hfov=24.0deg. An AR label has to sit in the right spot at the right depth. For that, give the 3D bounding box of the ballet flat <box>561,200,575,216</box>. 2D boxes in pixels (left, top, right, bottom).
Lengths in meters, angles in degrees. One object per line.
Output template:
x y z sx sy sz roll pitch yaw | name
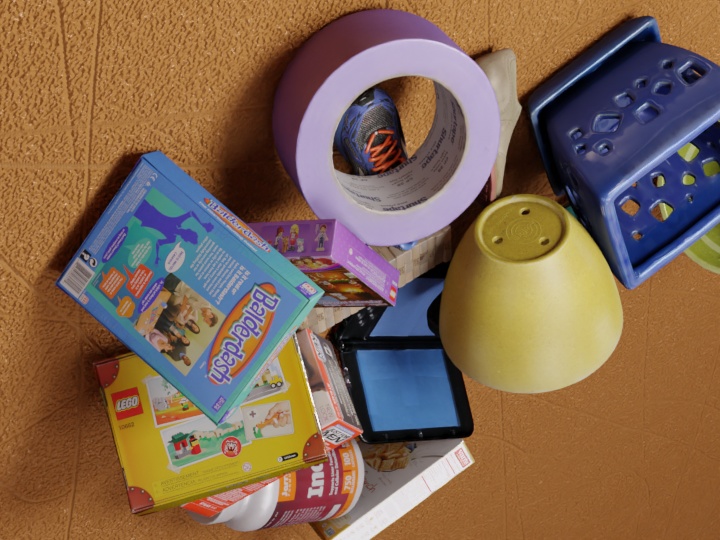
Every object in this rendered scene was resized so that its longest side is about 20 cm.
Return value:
0.229 -0.016 2.001 0.201 0.068 0.063 -54 173 23 | ballet flat

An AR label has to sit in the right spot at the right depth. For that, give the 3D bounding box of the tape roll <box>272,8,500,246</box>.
0.023 -0.131 1.556 0.198 0.085 0.202 -9 120 -16 | tape roll

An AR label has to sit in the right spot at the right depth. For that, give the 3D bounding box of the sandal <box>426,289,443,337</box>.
0.148 0.014 1.904 0.200 0.075 0.048 -40 141 -25 | sandal

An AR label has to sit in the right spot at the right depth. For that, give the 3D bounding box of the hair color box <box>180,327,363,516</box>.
-0.108 0.159 1.755 0.199 0.112 0.064 -30 151 15 | hair color box

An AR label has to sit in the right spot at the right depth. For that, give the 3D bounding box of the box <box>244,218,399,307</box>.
-0.081 -0.003 1.591 0.137 0.198 0.040 38 55 -55 | box

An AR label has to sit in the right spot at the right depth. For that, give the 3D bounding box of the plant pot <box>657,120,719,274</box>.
0.490 -0.107 2.050 0.183 0.200 0.201 -15 141 -50 | plant pot

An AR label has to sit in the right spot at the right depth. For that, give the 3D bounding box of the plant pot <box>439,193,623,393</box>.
0.173 0.006 1.774 0.199 0.200 0.143 -30 139 -16 | plant pot

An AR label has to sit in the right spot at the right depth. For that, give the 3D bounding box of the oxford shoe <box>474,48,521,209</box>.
0.138 -0.142 1.742 0.074 0.070 0.201 -34 149 -21 | oxford shoe

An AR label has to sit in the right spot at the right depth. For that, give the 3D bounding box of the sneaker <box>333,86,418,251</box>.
0.027 -0.098 1.665 0.075 0.078 0.201 -34 141 -13 | sneaker

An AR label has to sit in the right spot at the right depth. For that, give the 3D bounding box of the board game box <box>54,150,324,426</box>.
-0.154 0.016 1.514 0.153 0.200 0.045 -51 173 18 | board game box

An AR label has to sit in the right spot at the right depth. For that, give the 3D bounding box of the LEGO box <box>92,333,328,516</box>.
-0.144 0.139 1.647 0.198 0.151 0.077 -15 170 -5 | LEGO box

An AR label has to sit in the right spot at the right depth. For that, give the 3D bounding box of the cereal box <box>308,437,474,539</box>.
0.023 0.246 2.012 0.199 0.144 0.040 -36 115 -9 | cereal box

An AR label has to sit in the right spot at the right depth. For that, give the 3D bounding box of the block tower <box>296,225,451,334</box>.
0.000 0.000 1.779 0.199 0.058 0.054 -28 145 -16 | block tower

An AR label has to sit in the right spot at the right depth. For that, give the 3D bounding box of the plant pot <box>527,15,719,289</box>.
0.293 -0.136 1.803 0.199 0.180 0.200 -36 147 -5 | plant pot

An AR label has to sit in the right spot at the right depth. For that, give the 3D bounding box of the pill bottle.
-0.100 0.230 1.891 0.199 0.113 0.114 -1 131 -45 | pill bottle

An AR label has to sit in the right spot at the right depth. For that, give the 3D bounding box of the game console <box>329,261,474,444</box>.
0.076 0.089 1.900 0.199 0.119 0.173 2 129 -47 | game console
